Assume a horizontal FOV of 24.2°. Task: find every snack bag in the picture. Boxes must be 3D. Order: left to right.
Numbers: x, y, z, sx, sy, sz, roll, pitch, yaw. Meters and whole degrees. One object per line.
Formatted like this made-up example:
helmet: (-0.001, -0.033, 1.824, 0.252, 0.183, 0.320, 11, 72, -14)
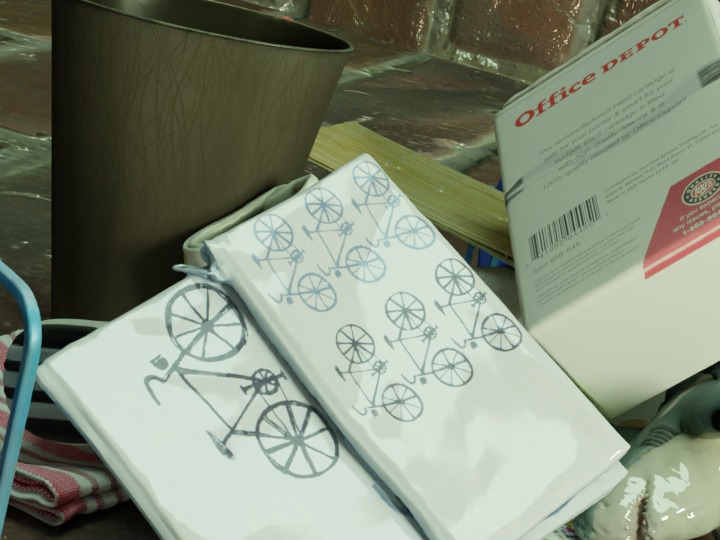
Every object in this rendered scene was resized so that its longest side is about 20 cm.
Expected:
snack bag: (-0.011, 0.059, 0.698, 0.200, 0.021, 0.189, -30, 72, -31)

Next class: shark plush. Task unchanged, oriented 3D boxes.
shark plush: (0.155, 0.074, 0.847, 0.083, 0.091, 0.200, -11, 28, 16)

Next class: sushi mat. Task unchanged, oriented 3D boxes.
sushi mat: (0.044, -0.048, 1.030, 0.199, 0.012, 0.095, 28, 22, 29)

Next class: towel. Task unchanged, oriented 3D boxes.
towel: (-0.149, 0.068, 0.845, 0.146, 0.030, 0.200, 22, 15, 22)

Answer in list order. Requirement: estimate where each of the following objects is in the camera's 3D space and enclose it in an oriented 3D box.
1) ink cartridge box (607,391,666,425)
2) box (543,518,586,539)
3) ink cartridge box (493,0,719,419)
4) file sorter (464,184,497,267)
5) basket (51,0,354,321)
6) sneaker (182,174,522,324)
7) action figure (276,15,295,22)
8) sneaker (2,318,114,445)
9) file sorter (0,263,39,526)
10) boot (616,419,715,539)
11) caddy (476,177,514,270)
ink cartridge box: (0.226, 0.033, 1.018, 0.146, 0.201, 0.083, 6, 12, -32)
box: (0.079, 0.144, 0.764, 0.199, 0.039, 0.137, 23, 16, 30)
ink cartridge box: (0.155, -0.041, 0.886, 0.085, 0.145, 0.201, 44, 26, -31)
file sorter: (0.030, -0.001, 1.105, 0.199, 0.123, 0.139, 14, 13, -3)
basket: (-0.110, -0.054, 0.996, 0.179, 0.201, 0.136, 12, 15, 3)
sneaker: (0.000, 0.000, 0.941, 0.199, 0.116, 0.074, -14, 19, -15)
action figure: (-0.083, -0.076, 1.107, 0.065, 0.201, 0.052, 14, -14, 34)
sneaker: (-0.058, 0.049, 0.797, 0.199, 0.075, 0.115, 10, 8, 10)
file sorter: (-0.239, 0.043, 0.633, 0.199, 0.123, 0.139, 4, 19, -39)
boot: (0.237, 0.149, 0.903, 0.199, 0.073, 0.167, 9, 27, -27)
caddy: (0.178, -0.005, 1.236, 0.199, 0.142, 0.105, 11, 11, -12)
